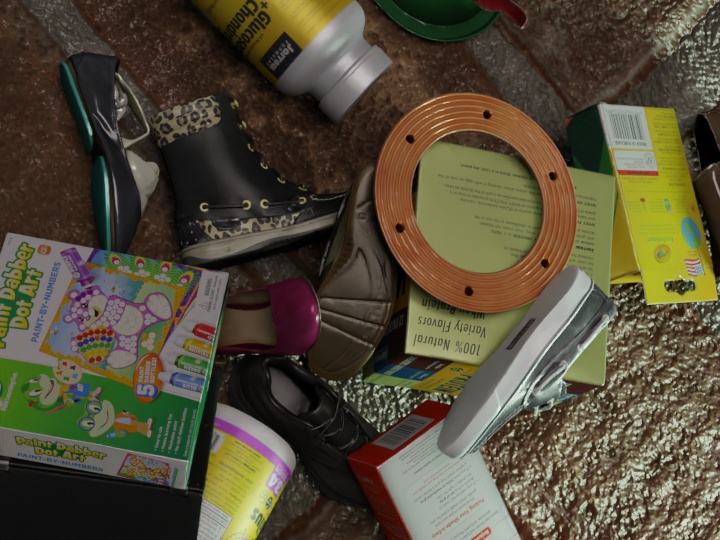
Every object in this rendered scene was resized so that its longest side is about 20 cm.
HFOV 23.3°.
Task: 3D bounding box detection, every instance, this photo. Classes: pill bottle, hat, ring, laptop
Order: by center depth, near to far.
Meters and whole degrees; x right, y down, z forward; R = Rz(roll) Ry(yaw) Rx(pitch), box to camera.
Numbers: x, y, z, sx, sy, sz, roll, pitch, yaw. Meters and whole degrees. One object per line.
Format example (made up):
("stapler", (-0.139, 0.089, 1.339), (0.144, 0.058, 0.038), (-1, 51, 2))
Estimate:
("laptop", (-0.222, 0.179, 1.448), (0.185, 0.117, 0.202), (9, 49, -4))
("pill bottle", (-0.144, 0.223, 1.510), (0.104, 0.104, 0.201), (32, 70, -7))
("ring", (0.102, -0.060, 1.553), (0.198, 0.019, 0.203), (5, 76, -20))
("pill bottle", (-0.067, -0.238, 1.645), (0.200, 0.112, 0.112), (44, 68, -2))
("hat", (0.105, -0.323, 1.684), (0.200, 0.176, 0.166), (45, 68, -2))

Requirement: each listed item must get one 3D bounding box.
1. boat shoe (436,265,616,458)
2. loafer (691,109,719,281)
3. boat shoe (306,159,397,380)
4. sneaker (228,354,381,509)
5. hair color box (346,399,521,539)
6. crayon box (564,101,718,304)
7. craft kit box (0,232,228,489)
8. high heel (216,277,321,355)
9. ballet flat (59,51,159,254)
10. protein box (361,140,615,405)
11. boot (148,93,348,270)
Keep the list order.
("boat shoe", (0.147, 0.092, 1.513), (0.068, 0.072, 0.201), (42, 78, -13))
("loafer", (0.363, -0.074, 1.764), (0.070, 0.073, 0.202), (9, 64, -15))
("boat shoe", (0.000, 0.000, 1.573), (0.072, 0.065, 0.202), (19, 91, -6))
("sneaker", (-0.030, 0.146, 1.572), (0.199, 0.091, 0.076), (36, 68, -7))
("hair color box", (0.078, 0.229, 1.567), (0.101, 0.061, 0.202), (-32, 107, -23))
("crayon box", (0.277, -0.060, 1.717), (0.126, 0.051, 0.202), (-1, 75, -44))
("craft kit box", (-0.220, 0.071, 1.436), (0.195, 0.049, 0.201), (8, 49, 0))
("high heel", (-0.103, 0.048, 1.517), (0.095, 0.200, 0.068), (-7, 84, -24))
("ballet flat", (-0.220, -0.106, 1.588), (0.072, 0.073, 0.202), (-11, 78, -19))
("protein box", (0.118, 0.008, 1.629), (0.196, 0.135, 0.203), (10, 73, -15))
("boot", (-0.089, -0.094, 1.620), (0.201, 0.073, 0.155), (-16, 83, -17))
